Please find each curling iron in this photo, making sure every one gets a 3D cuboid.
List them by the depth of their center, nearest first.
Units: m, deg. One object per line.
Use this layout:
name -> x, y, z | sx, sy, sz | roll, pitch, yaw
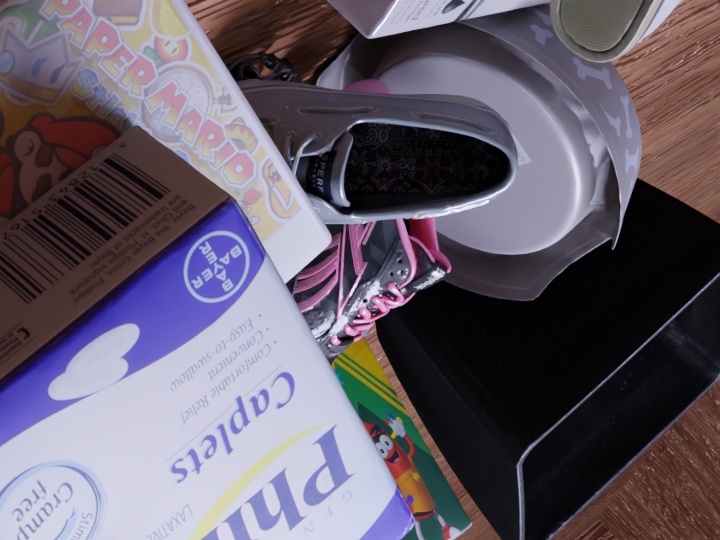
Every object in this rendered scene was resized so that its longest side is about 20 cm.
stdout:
curling iron -> -0.040, -0.048, 1.155 | 0.049, 0.026, 0.201 | -34, 142, -15

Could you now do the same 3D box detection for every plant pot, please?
plant pot -> 0.112, 0.033, 1.316 | 0.199, 0.177, 0.200 | -41, 159, -14

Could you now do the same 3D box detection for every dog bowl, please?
dog bowl -> 0.072, -0.078, 1.183 | 0.059, 0.199, 0.201 | -52, 172, -38

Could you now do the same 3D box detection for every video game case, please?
video game case -> -0.125, -0.027, 0.896 | 0.182, 0.023, 0.201 | -42, 126, -13

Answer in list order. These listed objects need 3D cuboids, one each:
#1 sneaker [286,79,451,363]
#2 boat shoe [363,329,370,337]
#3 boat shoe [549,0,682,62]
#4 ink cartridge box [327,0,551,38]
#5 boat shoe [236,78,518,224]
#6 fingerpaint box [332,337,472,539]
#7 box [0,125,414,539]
sneaker -> 0.000, 0.000, 1.143 | 0.079, 0.095, 0.201 | -11, 124, -64
boat shoe -> -0.024, -0.007, 1.335 | 0.062, 0.075, 0.201 | -30, 155, -26
boat shoe -> 0.168, -0.197, 1.046 | 0.200, 0.075, 0.068 | -52, 171, 37
ink cartridge box -> 0.065, -0.205, 1.029 | 0.200, 0.084, 0.146 | -21, 151, -55
boat shoe -> -0.015, -0.060, 1.055 | 0.072, 0.199, 0.071 | -118, -153, -73
fingerpaint box -> -0.046, 0.135, 1.345 | 0.073, 0.168, 0.200 | -30, 178, -42
box -> -0.101, 0.079, 0.877 | 0.184, 0.105, 0.201 | -39, 126, -14
